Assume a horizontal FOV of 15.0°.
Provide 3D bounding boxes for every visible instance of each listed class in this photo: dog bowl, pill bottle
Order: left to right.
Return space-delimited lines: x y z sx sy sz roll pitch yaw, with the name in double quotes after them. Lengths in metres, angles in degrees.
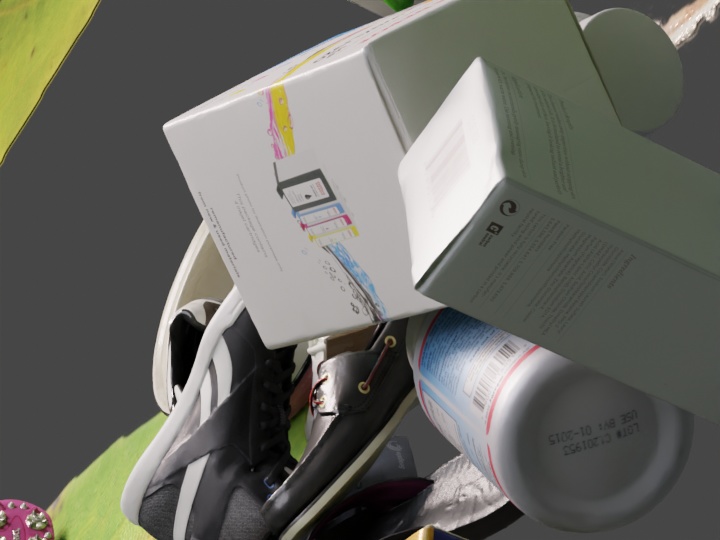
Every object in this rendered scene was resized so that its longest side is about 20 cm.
-0.067 0.022 1.921 0.200 0.074 0.200 -50 26 36 "dog bowl"
0.092 0.060 1.467 0.109 0.109 0.200 -64 22 6 "pill bottle"
0.102 -0.088 1.600 0.200 0.104 0.104 -26 45 59 "pill bottle"

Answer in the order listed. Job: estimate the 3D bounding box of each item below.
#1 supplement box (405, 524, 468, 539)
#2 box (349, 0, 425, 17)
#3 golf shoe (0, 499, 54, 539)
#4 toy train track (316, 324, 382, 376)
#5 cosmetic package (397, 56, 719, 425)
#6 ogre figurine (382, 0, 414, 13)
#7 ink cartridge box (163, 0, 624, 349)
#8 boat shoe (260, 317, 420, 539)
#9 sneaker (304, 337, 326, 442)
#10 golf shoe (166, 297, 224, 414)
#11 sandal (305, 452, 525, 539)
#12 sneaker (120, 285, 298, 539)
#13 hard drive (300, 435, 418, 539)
0.040 0.251 1.395 0.109 0.109 0.200 -39 35 49 "supplement box"
0.036 -0.298 1.959 0.128 0.109 0.200 -23 48 59 "box"
-0.286 0.283 2.183 0.092 0.075 0.200 115 166 -48 "golf shoe"
0.000 0.000 1.691 0.033 0.115 0.200 9 104 33 "toy train track"
0.125 -0.010 1.343 0.081 0.200 0.113 -52 23 28 "cosmetic package"
0.063 -0.209 1.794 0.120 0.098 0.200 -49 42 9 "ogre figurine"
0.024 -0.062 1.494 0.147 0.145 0.200 -30 9 -36 "ink cartridge box"
-0.002 0.081 1.625 0.201 0.063 0.074 -51 -1 -30 "boat shoe"
-0.012 0.022 1.787 0.070 0.080 0.200 -16 55 60 "sneaker"
-0.089 0.114 1.766 0.078 0.094 0.200 -20 77 16 "golf shoe"
0.014 0.146 1.560 0.200 0.048 0.075 -36 35 17 "sandal"
-0.054 0.094 1.675 0.200 0.112 0.073 -61 -21 11 "sneaker"
-0.008 0.199 1.646 0.135 0.042 0.200 -53 25 29 "hard drive"
